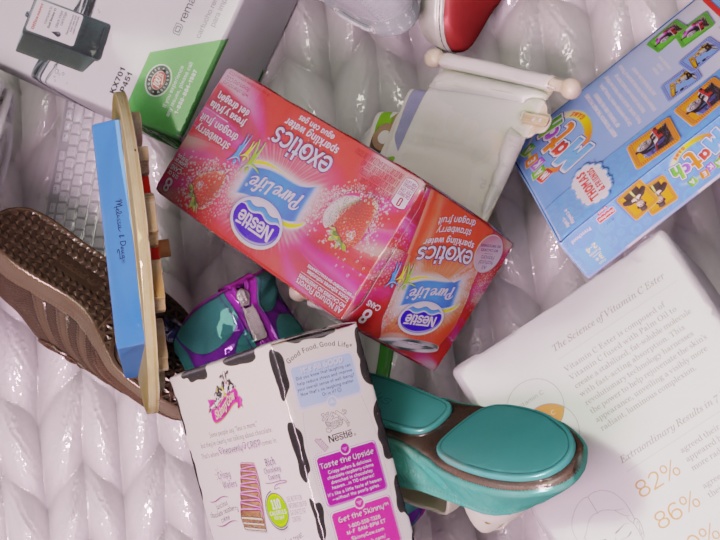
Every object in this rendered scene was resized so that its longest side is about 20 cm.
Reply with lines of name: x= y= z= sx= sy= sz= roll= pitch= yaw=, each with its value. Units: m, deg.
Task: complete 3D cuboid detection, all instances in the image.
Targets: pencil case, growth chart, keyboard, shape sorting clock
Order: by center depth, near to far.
shape sorting clock: x=-0.138 y=-0.011 z=1.095 sx=0.039 sy=0.200 sz=0.201 roll=-6 pitch=72 yaw=-6
growth chart: x=0.039 y=-0.052 z=1.113 sx=0.145 sy=0.018 sz=0.200 roll=26 pitch=86 yaw=42
pencil case: x=-0.042 y=0.096 z=1.124 sx=0.085 sy=0.093 sz=0.200 roll=-27 pitch=65 yaw=-22
keyboard: x=-0.195 y=-0.093 z=1.281 sx=0.056 sy=0.011 sz=0.201 roll=3 pitch=79 yaw=24

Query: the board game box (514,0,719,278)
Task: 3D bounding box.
board game box: x=0.189 y=-0.097 z=1.056 sx=0.200 sy=0.037 sz=0.151 roll=-38 pitch=24 yaw=10

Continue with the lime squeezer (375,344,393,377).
lime squeezer: x=0.000 y=0.000 z=1.147 sx=0.070 sy=0.038 sz=0.200 roll=-21 pitch=55 yaw=-8

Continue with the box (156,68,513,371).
box: x=-0.019 y=-0.033 z=1.073 sx=0.200 sy=0.100 sz=0.096 roll=34 pitch=92 yaw=42

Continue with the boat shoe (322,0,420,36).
boat shoe: x=-0.014 y=-0.206 z=1.183 sx=0.070 sy=0.072 sz=0.201 roll=-29 pitch=31 yaw=-6

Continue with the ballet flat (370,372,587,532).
ballet flat: x=0.058 y=0.108 z=0.991 sx=0.067 sy=0.071 sz=0.200 roll=-36 pitch=30 yaw=-31

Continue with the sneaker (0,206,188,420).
sneaker: x=-0.180 y=0.037 z=1.219 sx=0.200 sy=0.076 sz=0.070 roll=42 pitch=57 yaw=9

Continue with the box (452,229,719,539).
box: x=0.176 y=0.106 z=1.018 sx=0.152 sy=0.106 sz=0.200 roll=-35 pitch=67 yaw=13

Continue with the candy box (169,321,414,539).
candy box: x=-0.032 y=0.140 z=1.004 sx=0.136 sy=0.061 sz=0.201 roll=-19 pitch=86 yaw=57

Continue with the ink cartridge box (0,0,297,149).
ink cartridge box: x=-0.165 y=-0.181 z=1.240 sx=0.200 sy=0.083 sz=0.147 roll=23 pitch=88 yaw=20

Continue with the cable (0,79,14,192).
cable: x=-0.292 y=-0.039 z=1.210 sx=0.069 sy=0.200 sz=0.201 roll=15 pitch=91 yaw=-6

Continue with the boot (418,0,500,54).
boot: x=0.131 y=-0.221 z=1.144 sx=0.144 sy=0.072 sz=0.200 roll=21 pitch=82 yaw=25
